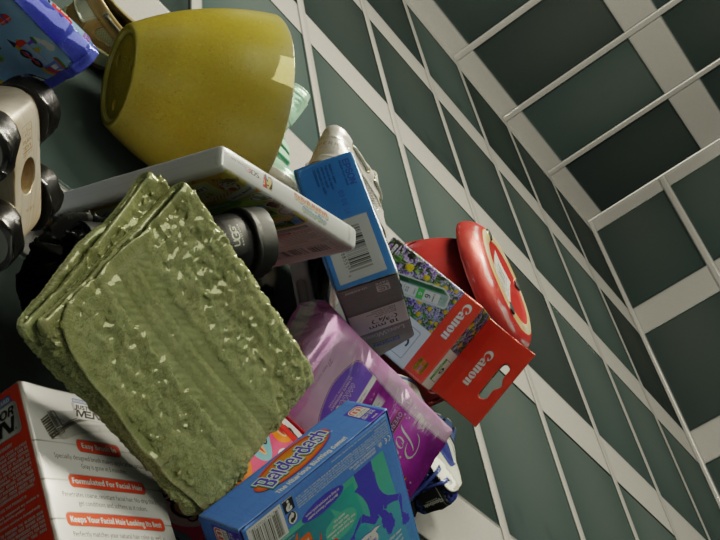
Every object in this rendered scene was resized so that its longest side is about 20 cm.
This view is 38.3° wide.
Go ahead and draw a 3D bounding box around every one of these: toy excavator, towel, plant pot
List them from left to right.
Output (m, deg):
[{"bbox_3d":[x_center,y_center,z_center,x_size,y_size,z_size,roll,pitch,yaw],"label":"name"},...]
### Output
[{"bbox_3d":[-0.311,-0.107,0.689,0.100,0.199,0.195,-82,179,-63],"label":"toy excavator"},{"bbox_3d":[-0.118,0.051,0.677,0.149,0.036,0.200,-53,124,-29],"label":"towel"},{"bbox_3d":[-0.173,-0.174,1.025,0.141,0.200,0.201,10,44,-30],"label":"plant pot"},{"bbox_3d":[0.102,0.053,1.269,0.201,0.182,0.201,57,19,-32],"label":"plant pot"}]

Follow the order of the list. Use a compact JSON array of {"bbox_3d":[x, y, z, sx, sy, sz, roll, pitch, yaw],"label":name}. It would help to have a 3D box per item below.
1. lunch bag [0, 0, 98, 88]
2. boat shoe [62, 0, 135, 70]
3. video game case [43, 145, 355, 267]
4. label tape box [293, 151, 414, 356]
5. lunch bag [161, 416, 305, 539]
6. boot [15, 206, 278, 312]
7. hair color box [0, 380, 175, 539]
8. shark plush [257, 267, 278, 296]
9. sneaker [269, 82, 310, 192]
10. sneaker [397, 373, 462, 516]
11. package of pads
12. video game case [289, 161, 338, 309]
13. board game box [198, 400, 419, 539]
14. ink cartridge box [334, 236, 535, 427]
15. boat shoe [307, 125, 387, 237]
[{"bbox_3d":[-0.274,-0.193,0.738,0.151,0.200,0.094,46,64,-27],"label":"lunch bag"},{"bbox_3d":[-0.228,-0.231,1.106,0.200,0.076,0.072,27,35,-56],"label":"boat shoe"},{"bbox_3d":[-0.134,-0.037,0.854,0.182,0.199,0.023,30,56,-52],"label":"video game case"},{"bbox_3d":[0.000,0.000,1.030,0.200,0.063,0.145,72,-1,-60],"label":"label tape box"},{"bbox_3d":[-0.104,0.147,0.819,0.200,0.082,0.176,49,17,-26],"label":"lunch bag"},{"bbox_3d":[-0.178,0.008,0.770,0.168,0.200,0.077,-7,76,-41],"label":"boot"},{"bbox_3d":[-0.167,0.176,0.632,0.111,0.064,0.201,27,36,-57],"label":"hair color box"},{"bbox_3d":[-0.106,-0.054,1.138,0.083,0.091,0.200,16,28,7],"label":"shark plush"},{"bbox_3d":[-0.096,-0.157,1.144,0.074,0.118,0.200,48,-3,-40],"label":"sneaker"},{"bbox_3d":[0.059,0.197,1.122,0.199,0.080,0.116,40,23,-44],"label":"sneaker"},{"bbox_3d":[-0.016,0.136,0.978,0.200,0.076,0.121,47,64,-24],"label":"package of pads"},{"bbox_3d":[-0.048,0.002,1.134,0.200,0.022,0.183,-82,165,-62],"label":"video game case"},{"bbox_3d":[-0.020,0.218,0.735,0.152,0.045,0.201,-32,117,-41],"label":"board game box"},{"bbox_3d":[0.080,0.066,1.140,0.200,0.109,0.050,39,-2,22],"label":"ink cartridge box"},{"bbox_3d":[-0.006,-0.086,1.114,0.200,0.070,0.070,69,30,-64],"label":"boat shoe"}]
